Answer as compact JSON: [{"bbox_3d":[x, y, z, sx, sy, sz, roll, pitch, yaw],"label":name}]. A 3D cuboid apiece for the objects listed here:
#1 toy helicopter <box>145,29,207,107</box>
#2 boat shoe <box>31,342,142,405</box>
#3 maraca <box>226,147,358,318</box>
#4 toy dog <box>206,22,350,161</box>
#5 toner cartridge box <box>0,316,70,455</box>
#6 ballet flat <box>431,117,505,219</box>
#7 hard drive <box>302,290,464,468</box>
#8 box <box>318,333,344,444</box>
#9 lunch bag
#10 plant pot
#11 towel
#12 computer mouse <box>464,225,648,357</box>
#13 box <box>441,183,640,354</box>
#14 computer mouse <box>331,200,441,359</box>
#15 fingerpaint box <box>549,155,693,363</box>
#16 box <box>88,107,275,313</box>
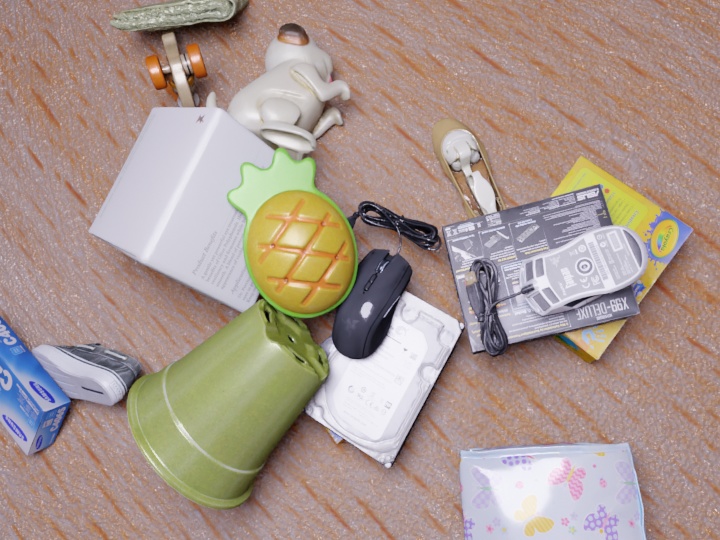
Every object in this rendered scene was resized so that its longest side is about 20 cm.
[{"bbox_3d":[-0.281,-0.312,0.920,0.077,0.134,0.202,-19,50,-8],"label":"toy helicopter"},{"bbox_3d":[-0.390,0.140,0.845,0.197,0.073,0.071,12,34,29],"label":"boat shoe"},{"bbox_3d":[-0.079,-0.043,0.704,0.135,0.107,0.203,-24,95,-13],"label":"maraca"},{"bbox_3d":[-0.109,-0.252,0.861,0.190,0.140,0.203,15,68,8],"label":"toy dog"},{"bbox_3d":[-0.508,0.158,0.852,0.199,0.043,0.096,41,116,16],"label":"toner cartridge box"},{"bbox_3d":[0.156,-0.140,0.821,0.068,0.063,0.203,-24,74,2],"label":"ballet flat"},{"bbox_3d":[0.029,0.125,0.754,0.138,0.038,0.202,29,82,14],"label":"hard drive"},{"bbox_3d":[0.013,0.122,0.795,0.199,0.041,0.120,-40,74,1],"label":"box"},{"bbox_3d":[0.222,0.290,0.678,0.196,0.127,0.173,-9,73,17],"label":"lunch bag"},{"bbox_3d":[-0.142,0.142,0.716,0.190,0.200,0.201,-44,74,9],"label":"plant pot"},{"bbox_3d":[-0.280,-0.407,0.927,0.196,0.149,0.037,-8,119,4],"label":"towel"},{"bbox_3d":[0.219,0.015,0.660,0.197,0.044,0.112,-21,72,14],"label":"computer mouse"},{"bbox_3d":[0.212,0.001,0.711,0.196,0.050,0.161,-15,76,9],"label":"box"},{"bbox_3d":[0.000,0.000,0.749,0.139,0.046,0.202,29,81,25],"label":"computer mouse"},{"bbox_3d":[0.290,-0.013,0.762,0.166,0.073,0.201,37,87,16],"label":"fingerpaint box"},{"bbox_3d":[-0.212,-0.084,0.778,0.198,0.171,0.202,17,78,45],"label":"box"}]
